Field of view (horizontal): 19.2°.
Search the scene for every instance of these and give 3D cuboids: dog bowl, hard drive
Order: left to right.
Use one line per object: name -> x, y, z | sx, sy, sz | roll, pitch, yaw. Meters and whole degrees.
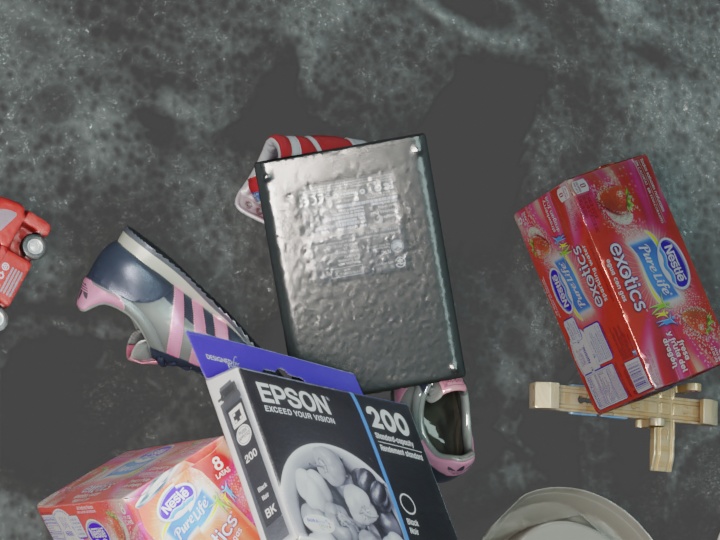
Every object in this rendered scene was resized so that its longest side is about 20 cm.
hard drive -> 0.000, 0.000, 1.714 | 0.139, 0.033, 0.200 | -10, 97, -1
dog bowl -> 0.174, 0.287, 1.815 | 0.200, 0.059, 0.200 | 13, 60, -24

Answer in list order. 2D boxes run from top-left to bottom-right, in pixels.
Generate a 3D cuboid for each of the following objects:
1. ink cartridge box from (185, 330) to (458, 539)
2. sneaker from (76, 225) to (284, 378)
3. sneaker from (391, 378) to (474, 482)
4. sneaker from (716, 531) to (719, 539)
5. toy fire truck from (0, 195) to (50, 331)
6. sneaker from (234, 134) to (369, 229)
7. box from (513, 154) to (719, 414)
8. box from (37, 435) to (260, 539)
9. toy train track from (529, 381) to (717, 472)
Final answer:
ink cartridge box -> -0.023, 0.132, 1.579 | 0.198, 0.043, 0.200 | 17, 42, -48
sneaker -> -0.142, 0.056, 1.712 | 0.082, 0.070, 0.200 | -47, 107, -3
sneaker -> 0.058, 0.077, 1.789 | 0.070, 0.082, 0.200 | -12, 87, -29
sneaker -> 0.357, 0.282, 1.917 | 0.078, 0.099, 0.200 | 45, 64, -15
toy fire truck -> -0.336, 0.014, 1.611 | 0.141, 0.049, 0.200 | 33, 68, -20
sneaker -> -0.044, -0.018, 1.763 | 0.112, 0.071, 0.200 | 8, 72, -31
box -> 0.229, 0.012, 1.875 | 0.095, 0.100, 0.200 | -18, 82, -30
box -> -0.153, 0.192, 1.595 | 0.095, 0.200, 0.103 | -31, 96, -27
toy train track -> 0.244, 0.120, 1.920 | 0.200, 0.033, 0.115 | 7, 79, -27
